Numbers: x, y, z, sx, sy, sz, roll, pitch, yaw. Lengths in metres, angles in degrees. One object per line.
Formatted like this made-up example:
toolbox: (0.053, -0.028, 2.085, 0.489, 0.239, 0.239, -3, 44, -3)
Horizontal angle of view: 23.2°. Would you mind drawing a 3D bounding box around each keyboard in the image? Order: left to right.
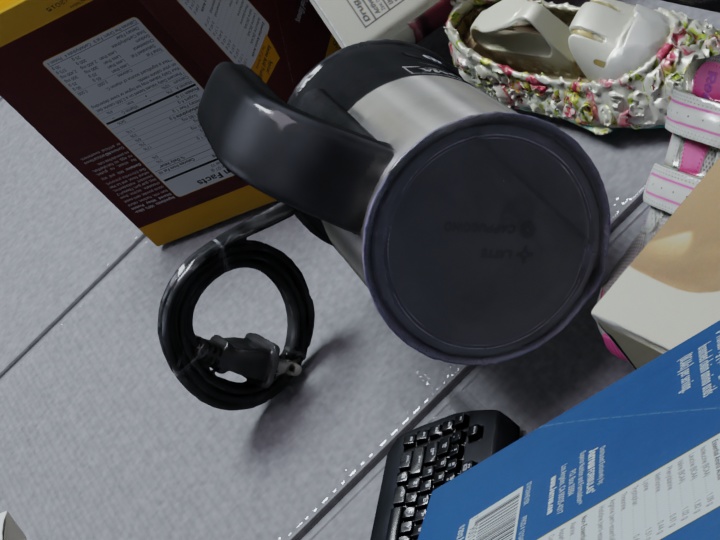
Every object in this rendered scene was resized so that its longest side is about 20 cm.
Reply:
keyboard: (0.031, 0.138, 0.771, 0.103, 0.040, 0.201, -20, 42, 31)

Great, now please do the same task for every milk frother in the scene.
milk frother: (0.000, 0.000, 0.861, 0.188, 0.179, 0.202, -131, 44, -68)

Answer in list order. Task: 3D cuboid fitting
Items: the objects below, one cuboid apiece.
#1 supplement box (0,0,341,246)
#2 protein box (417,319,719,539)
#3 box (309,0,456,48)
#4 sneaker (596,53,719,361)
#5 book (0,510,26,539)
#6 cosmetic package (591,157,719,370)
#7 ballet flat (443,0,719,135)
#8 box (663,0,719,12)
supplement box: (-0.118, -0.164, 1.097, 0.132, 0.200, 0.198, -18, 41, 32)
protein box: (0.128, 0.110, 0.554, 0.199, 0.135, 0.199, -32, 7, 15)
box: (0.047, -0.226, 1.027, 0.199, 0.128, 0.109, -34, -2, 8)
sneaker: (0.165, -0.049, 0.791, 0.081, 0.088, 0.201, 18, 67, 52)
book: (-0.275, 0.217, 0.944, 0.199, 0.048, 0.134, -22, 36, 5)
cosmetic package: (0.198, -0.017, 0.713, 0.200, 0.105, 0.071, -48, 35, -10)
ballet flat: (0.115, -0.116, 0.934, 0.199, 0.064, 0.076, 9, 60, 48)
box: (0.198, -0.150, 0.783, 0.159, 0.199, 0.044, -1, 89, 45)
